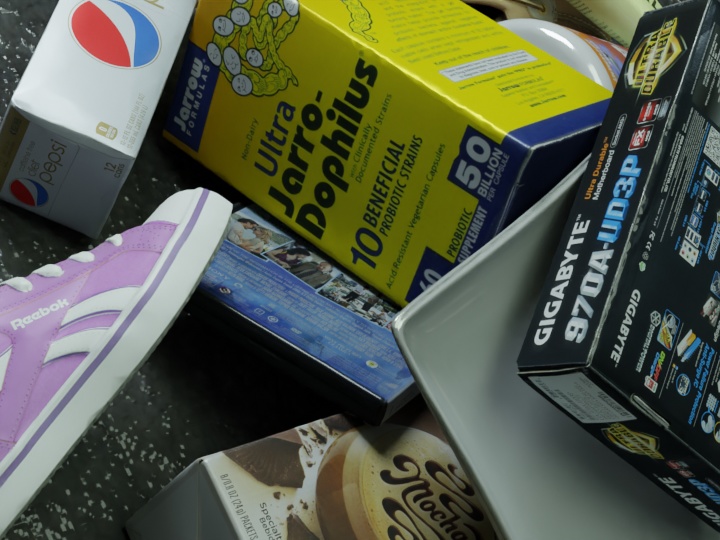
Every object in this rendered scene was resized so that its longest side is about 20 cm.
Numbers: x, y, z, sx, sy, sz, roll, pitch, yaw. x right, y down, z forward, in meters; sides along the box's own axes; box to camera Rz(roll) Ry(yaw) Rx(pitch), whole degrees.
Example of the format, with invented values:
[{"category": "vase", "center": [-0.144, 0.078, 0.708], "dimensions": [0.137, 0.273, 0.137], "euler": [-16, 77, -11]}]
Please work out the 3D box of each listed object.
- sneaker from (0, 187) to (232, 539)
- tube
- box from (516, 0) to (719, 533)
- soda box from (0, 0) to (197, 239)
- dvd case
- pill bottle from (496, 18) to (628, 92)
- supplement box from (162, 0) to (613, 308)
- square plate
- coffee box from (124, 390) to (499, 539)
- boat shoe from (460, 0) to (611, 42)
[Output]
[{"category": "sneaker", "center": [-0.144, 0.017, 0.656], "dimensions": [0.114, 0.073, 0.201], "euler": [39, 62, -2]}, {"category": "tube", "center": [0.149, -0.178, 0.974], "dimensions": [0.200, 0.052, 0.058], "euler": [43, 58, -11]}, {"category": "box", "center": [0.166, -0.001, 0.734], "dimensions": [0.159, 0.046, 0.200], "euler": [37, 62, -31]}, {"category": "soda box", "center": [-0.124, -0.116, 0.791], "dimensions": [0.064, 0.068, 0.200], "euler": [23, 48, -12]}, {"category": "dvd case", "center": [0.000, 0.000, 0.790], "dimensions": [0.142, 0.018, 0.200], "euler": [29, 31, 19]}, {"category": "pill bottle", "center": [0.127, -0.079, 0.916], "dimensions": [0.200, 0.112, 0.112], "euler": [-1, 60, -61]}, {"category": "supplement box", "center": [0.016, -0.074, 0.791], "dimensions": [0.200, 0.109, 0.109], "euler": [35, 32, 25]}, {"category": "square plate", "center": [0.111, 0.058, 0.729], "dimensions": [0.198, 0.028, 0.200], "euler": [-39, 109, -37]}, {"category": "coffee box", "center": [0.010, 0.124, 0.724], "dimensions": [0.200, 0.080, 0.113], "euler": [-14, 70, -44]}, {"category": "boat shoe", "center": [0.079, -0.160, 0.996], "dimensions": [0.199, 0.074, 0.067], "euler": [12, 66, -30]}]
